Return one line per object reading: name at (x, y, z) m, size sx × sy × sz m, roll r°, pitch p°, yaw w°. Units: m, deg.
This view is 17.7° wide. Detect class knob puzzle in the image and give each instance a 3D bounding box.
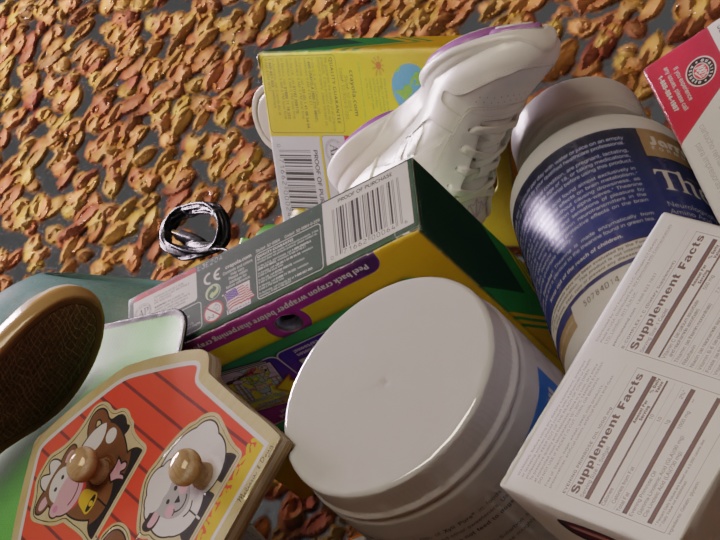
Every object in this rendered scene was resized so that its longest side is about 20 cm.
knob puzzle at (-0.135, 0.125, 1.212) m, size 0.220 × 0.030 × 0.220 m, roll -29°, pitch 47°, yaw 36°

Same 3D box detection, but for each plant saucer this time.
plant saucer at (-0.148, 0.025, 1.462) m, size 0.201 × 0.201 × 0.039 m, roll 8°, pitch 92°, yaw 45°

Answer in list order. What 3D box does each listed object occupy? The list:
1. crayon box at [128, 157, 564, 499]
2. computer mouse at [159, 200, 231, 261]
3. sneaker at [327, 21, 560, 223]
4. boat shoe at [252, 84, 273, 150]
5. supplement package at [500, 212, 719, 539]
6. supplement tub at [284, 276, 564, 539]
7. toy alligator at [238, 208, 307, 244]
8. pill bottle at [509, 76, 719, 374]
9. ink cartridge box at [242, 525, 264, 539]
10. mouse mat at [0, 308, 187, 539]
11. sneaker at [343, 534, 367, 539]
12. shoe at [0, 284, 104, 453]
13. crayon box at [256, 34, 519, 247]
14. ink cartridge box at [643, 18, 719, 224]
crayon box at (-0.003, 0.039, 1.334) m, size 0.200 × 0.173 × 0.058 m, roll -25°, pitch 47°, yaw 24°
computer mouse at (-0.070, -0.002, 1.536) m, size 0.200 × 0.034 × 0.059 m, roll 30°, pitch 102°, yaw 48°
sneaker at (0.062, -0.071, 1.331) m, size 0.200 × 0.075 × 0.100 m, roll -43°, pitch 67°, yaw 49°
boat shoe at (0.016, -0.117, 1.528) m, size 0.200 × 0.073 × 0.063 m, roll -4°, pitch 14°, yaw 44°
supplement package at (0.191, 0.098, 1.089) m, size 0.111 × 0.200 × 0.156 m, roll 18°, pitch 71°, yaw 48°
supplement tub at (0.069, 0.108, 1.191) m, size 0.132 × 0.200 × 0.132 m, roll -24°, pitch 45°, yaw 26°
toy alligator at (0.000, 0.000, 1.415) m, size 0.200 × 0.054 × 0.059 m, roll 13°, pitch 82°, yaw 29°
pill bottle at (0.147, -0.016, 1.294) m, size 0.111 × 0.111 × 0.200 m, roll -33°, pitch 42°, yaw 17°
ink cartridge box at (-0.149, 0.142, 1.387) m, size 0.083 × 0.145 × 0.200 m, roll -53°, pitch 40°, yaw 1°
mouse mat at (-0.170, 0.121, 1.291) m, size 0.161 × 0.008 × 0.200 m, roll -13°, pitch 55°, yaw 39°
sneaker at (-0.030, 0.197, 1.236) m, size 0.092 × 0.200 × 0.076 m, roll 47°, pitch 137°, yaw 43°
shoe at (-0.222, 0.079, 1.311) m, size 0.200 × 0.070 × 0.053 m, roll -49°, pitch 48°, yaw 11°
crayon box at (0.030, -0.081, 1.446) m, size 0.200 × 0.127 × 0.051 m, roll 5°, pitch 17°, yaw 44°
ink cartridge box at (0.276, -0.103, 1.271) m, size 0.200 × 0.083 × 0.145 m, roll -35°, pitch 41°, yaw 15°
